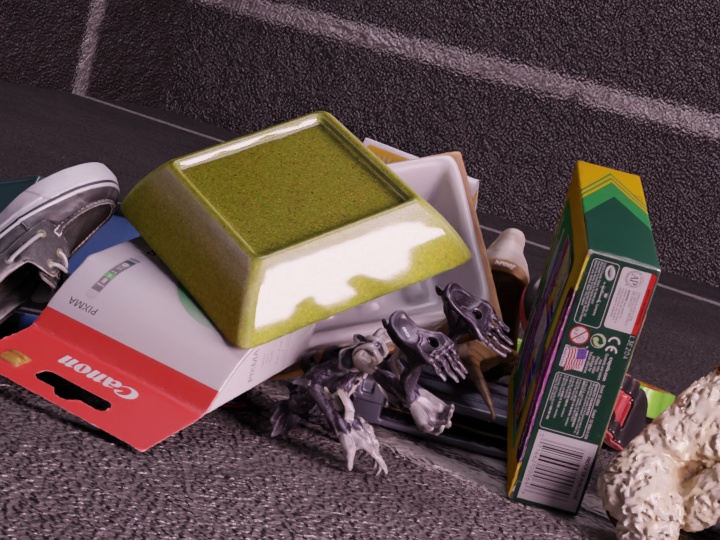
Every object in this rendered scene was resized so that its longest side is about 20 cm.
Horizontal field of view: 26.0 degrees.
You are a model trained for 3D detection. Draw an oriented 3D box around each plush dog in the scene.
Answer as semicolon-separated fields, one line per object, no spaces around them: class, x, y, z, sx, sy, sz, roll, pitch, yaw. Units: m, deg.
plush dog;0.285;0.152;1.084;0.172;0.161;0.199;46;21;19

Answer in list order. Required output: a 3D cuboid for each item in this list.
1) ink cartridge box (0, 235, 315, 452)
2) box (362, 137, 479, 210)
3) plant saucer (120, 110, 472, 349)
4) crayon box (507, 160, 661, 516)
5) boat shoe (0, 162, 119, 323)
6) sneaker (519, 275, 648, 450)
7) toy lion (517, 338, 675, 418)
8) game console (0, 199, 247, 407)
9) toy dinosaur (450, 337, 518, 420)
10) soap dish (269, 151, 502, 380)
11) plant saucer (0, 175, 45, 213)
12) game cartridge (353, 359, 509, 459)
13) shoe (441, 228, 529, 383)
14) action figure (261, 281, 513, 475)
ink cartridge box;-0.148;0.042;1.087;0.160;0.051;0.199;23;24;24
box;0.036;-0.019;1.395;0.111;0.102;0.200;21;-18;8
plant saucer;-0.050;-0.047;1.144;0.198;0.048;0.200;-21;43;-25
crayon box;0.159;0.046;1.144;0.058;0.202;0.173;14;25;0
boat shoe;-0.244;-0.002;1.136;0.071;0.072;0.200;39;60;20
sneaker;0.170;0.084;1.338;0.086;0.074;0.201;4;-40;42
toy lion;0.203;0.100;1.539;0.199;0.069;0.191;20;3;37
game console;-0.179;0.016;1.207;0.198;0.174;0.119;13;-19;-13
toy dinosaur;0.093;0.067;1.290;0.105;0.061;0.200;19;8;17
soap dish;0.000;0.000;1.234;0.198;0.159;0.081;-11;-25;-2
plant saucer;-0.339;-0.041;1.241;0.198;0.019;0.070;-5;44;21
game cartridge;0.078;0.112;1.282;0.198;0.041;0.133;15;11;0
shoe;0.111;0.039;1.377;0.069;0.201;0.054;13;53;-3
action figure;0.012;0.088;1.097;0.119;0.103;0.200;-34;0;-43
